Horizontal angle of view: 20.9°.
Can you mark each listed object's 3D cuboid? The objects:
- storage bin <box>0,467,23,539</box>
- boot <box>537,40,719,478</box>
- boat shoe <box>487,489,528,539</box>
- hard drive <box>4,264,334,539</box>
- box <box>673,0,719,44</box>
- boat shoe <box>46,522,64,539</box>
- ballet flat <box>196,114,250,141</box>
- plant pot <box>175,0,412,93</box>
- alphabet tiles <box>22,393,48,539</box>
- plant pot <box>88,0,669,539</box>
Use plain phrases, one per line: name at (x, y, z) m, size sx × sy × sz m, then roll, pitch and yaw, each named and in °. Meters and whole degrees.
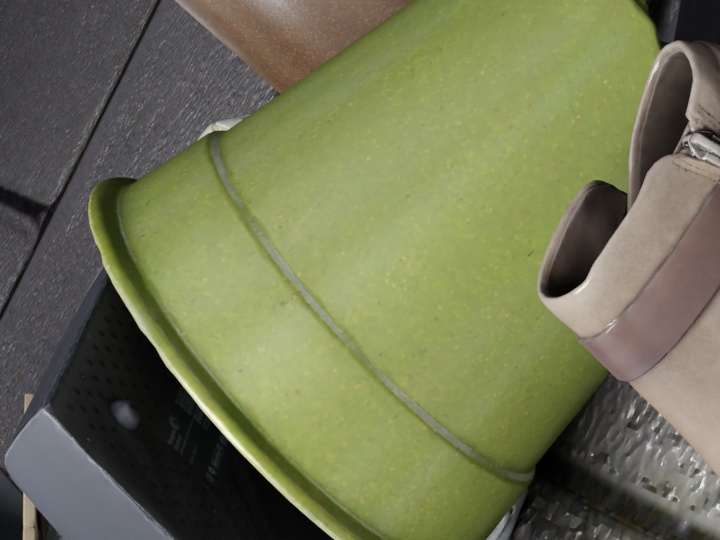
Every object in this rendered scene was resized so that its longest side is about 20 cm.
storage bin at (-0.227, 0.183, 1.166) m, size 0.134 × 0.200 × 0.146 m, roll -9°, pitch 33°, yaw 51°
boot at (0.117, 0.035, 0.593) m, size 0.070 × 0.146 × 0.200 m, roll -14°, pitch 53°, yaw 59°
boat shoe at (0.073, 0.018, 0.846) m, size 0.074 × 0.065 × 0.202 m, roll -17°, pitch 45°, yaw 64°
hard drive at (-0.034, 0.091, 0.679) m, size 0.042 × 0.200 × 0.135 m, roll -39°, pitch 17°, yaw 23°
box at (0.183, -0.097, 0.741) m, size 0.160 × 0.044 × 0.200 m, roll -31°, pitch 37°, yaw 53°
boat shoe at (-0.069, 0.153, 0.735) m, size 0.067 × 0.074 × 0.200 m, roll 23°, pitch -123°, yaw -74°
ballet flat at (-0.072, -0.054, 1.239) m, size 0.068 × 0.072 × 0.200 m, roll -50°, pitch 24°, yaw 32°
plant pot at (0.007, -0.153, 0.965) m, size 0.200 × 0.198 × 0.200 m, roll -47°, pitch 20°, yaw 23°
alphabet tiles at (-0.120, 0.175, 0.738) m, size 0.200 × 0.008 × 0.167 m, roll -100°, pitch 11°, yaw -46°
plant pot at (0.039, -0.022, 0.695) m, size 0.190 × 0.200 × 0.200 m, roll -44°, pitch 25°, yaw 11°
